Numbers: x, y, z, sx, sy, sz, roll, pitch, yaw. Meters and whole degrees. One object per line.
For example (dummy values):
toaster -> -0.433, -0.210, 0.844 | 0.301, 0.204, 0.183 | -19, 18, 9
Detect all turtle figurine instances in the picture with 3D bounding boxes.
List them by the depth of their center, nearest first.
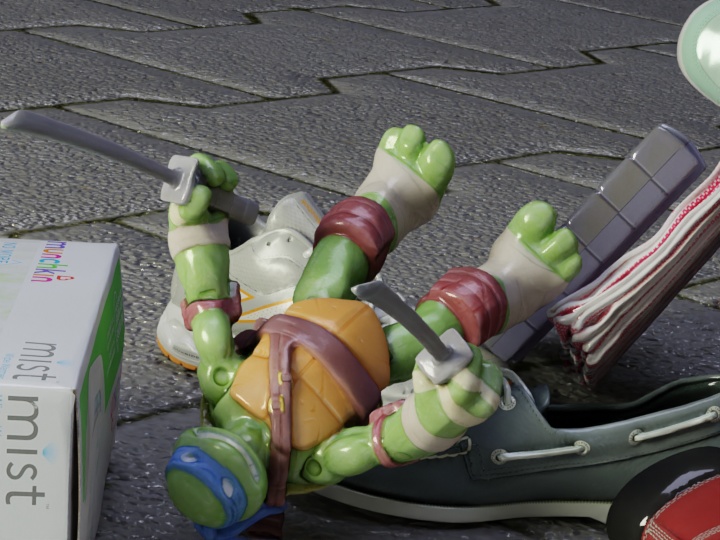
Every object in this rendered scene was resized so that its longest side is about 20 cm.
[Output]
turtle figurine -> 0.000, 0.000, 0.817 | 0.143, 0.201, 0.194 | 3, 29, 36

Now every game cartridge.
game cartridge -> 0.110, -0.014, 1.048 | 0.038, 0.130, 0.200 | 48, 6, 3

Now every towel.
towel -> 0.141, -0.012, 0.983 | 0.030, 0.146, 0.200 | 42, -1, 9

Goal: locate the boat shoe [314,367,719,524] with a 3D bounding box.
boat shoe -> 0.067, 0.067, 0.908 | 0.199, 0.062, 0.073 | 4, 16, -2

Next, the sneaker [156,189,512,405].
sneaker -> -0.015, 0.015, 1.017 | 0.199, 0.092, 0.076 | 16, 18, 33

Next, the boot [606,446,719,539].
boot -> 0.202, 0.099, 0.828 | 0.199, 0.073, 0.144 | -3, 15, -16

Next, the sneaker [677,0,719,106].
sneaker -> 0.220, -0.090, 0.957 | 0.200, 0.074, 0.118 | 18, 5, 27

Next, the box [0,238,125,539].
box -> -0.183, 0.055, 0.814 | 0.175, 0.097, 0.200 | 2, 14, -2
